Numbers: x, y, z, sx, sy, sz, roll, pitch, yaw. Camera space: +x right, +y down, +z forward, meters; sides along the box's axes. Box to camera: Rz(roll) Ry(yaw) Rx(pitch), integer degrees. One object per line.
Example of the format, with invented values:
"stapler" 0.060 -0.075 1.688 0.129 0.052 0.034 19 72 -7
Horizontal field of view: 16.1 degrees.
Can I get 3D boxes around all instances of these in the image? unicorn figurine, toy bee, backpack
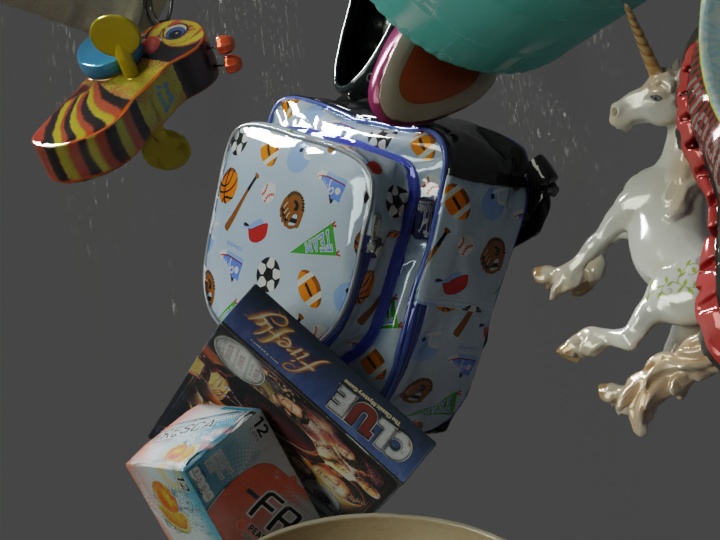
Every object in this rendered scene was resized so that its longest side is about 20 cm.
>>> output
"unicorn figurine" 0.156 -0.017 1.367 0.137 0.074 0.201 -40 60 25
"toy bee" -0.146 -0.144 1.800 0.108 0.131 0.201 4 67 30
"backpack" 0.000 0.000 1.504 0.200 0.153 0.192 21 108 52

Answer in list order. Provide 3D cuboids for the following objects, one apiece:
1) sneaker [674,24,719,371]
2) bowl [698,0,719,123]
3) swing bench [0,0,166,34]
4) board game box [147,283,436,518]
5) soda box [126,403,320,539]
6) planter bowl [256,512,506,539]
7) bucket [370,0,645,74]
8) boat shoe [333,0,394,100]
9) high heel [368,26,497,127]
"sneaker" 0.208 -0.049 1.282 0.098 0.070 0.202 134 138 -59
"bowl" 0.268 -0.128 1.213 0.200 0.107 0.201 -27 55 47
"swing bench" -0.251 -0.287 1.923 0.130 0.198 0.200 -58 38 20
"board game box" -0.044 0.098 1.480 0.035 0.135 0.200 -48 -3 -27
"soda box" -0.052 0.174 1.464 0.064 0.201 0.068 -39 22 -29
"planter bowl" 0.012 0.239 1.366 0.200 0.199 0.136 41 136 53
"bucket" 0.091 -0.218 1.419 0.135 0.206 0.208 -39 46 54
"boat shoe" 0.024 -0.192 1.622 0.074 0.062 0.201 -8 69 55
"high heel" 0.041 -0.136 1.506 0.096 0.068 0.200 -14 21 44
